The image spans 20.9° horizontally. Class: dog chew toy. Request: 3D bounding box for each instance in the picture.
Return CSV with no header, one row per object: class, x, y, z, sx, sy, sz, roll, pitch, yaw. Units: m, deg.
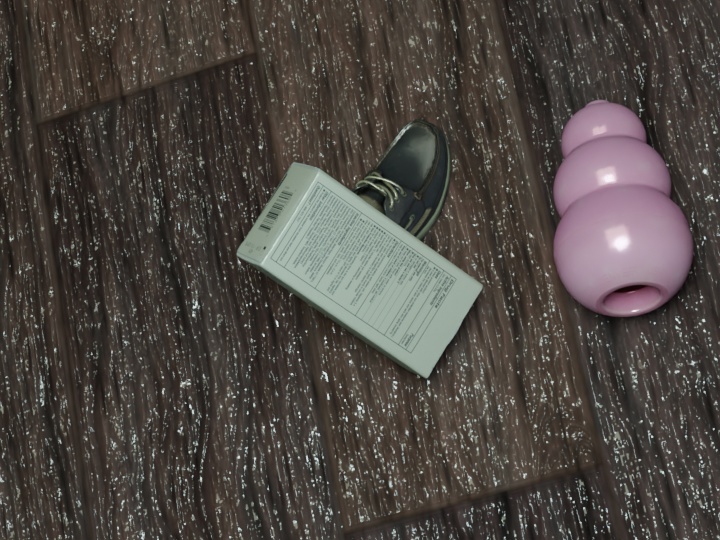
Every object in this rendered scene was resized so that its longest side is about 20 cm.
dog chew toy,0.228,-0.062,1.749,0.123,0.125,0.202,-13,61,14

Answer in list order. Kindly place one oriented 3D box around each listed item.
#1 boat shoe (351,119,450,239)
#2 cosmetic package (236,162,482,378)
boat shoe,0.024,-0.053,1.834,0.074,0.073,0.201,20,80,23
cosmetic package,0.000,0.000,1.759,0.106,0.199,0.071,-56,24,-5
